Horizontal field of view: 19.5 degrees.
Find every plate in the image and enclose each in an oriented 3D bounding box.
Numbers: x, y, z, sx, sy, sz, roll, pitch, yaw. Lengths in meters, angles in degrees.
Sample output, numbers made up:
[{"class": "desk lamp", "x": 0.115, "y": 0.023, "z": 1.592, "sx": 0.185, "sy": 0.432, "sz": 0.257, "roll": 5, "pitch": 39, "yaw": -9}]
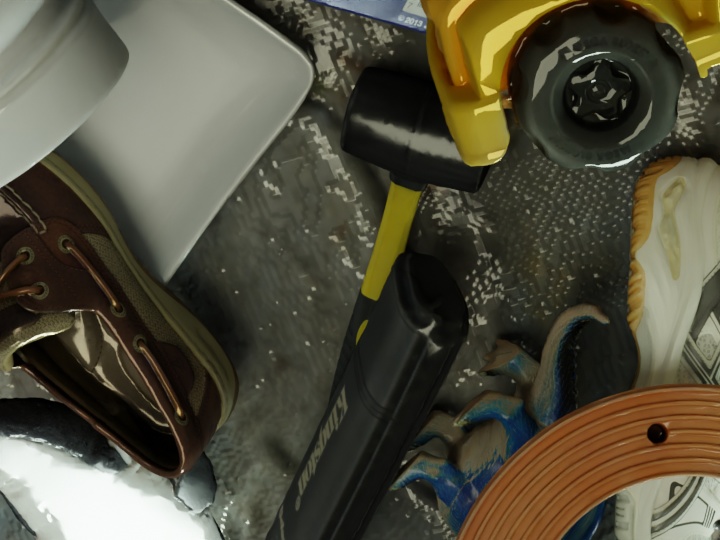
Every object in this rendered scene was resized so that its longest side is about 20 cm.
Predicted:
[{"class": "plate", "x": -0.143, "y": -0.082, "z": 0.921, "sx": 0.199, "sy": 0.032, "sz": 0.200, "roll": 37, "pitch": 120, "yaw": -4}]

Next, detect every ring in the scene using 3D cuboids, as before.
[{"class": "ring", "x": 0.128, "y": 0.145, "z": 0.813, "sx": 0.199, "sy": 0.019, "sz": 0.202, "roll": 0, "pitch": 88, "yaw": 2}]

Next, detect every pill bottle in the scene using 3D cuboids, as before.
[{"class": "pill bottle", "x": -0.190, "y": -0.130, "z": 0.819, "sx": 0.113, "sy": 0.114, "sz": 0.200, "roll": -28, "pitch": 115, "yaw": 27}]

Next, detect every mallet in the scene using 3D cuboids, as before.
[{"class": "mallet", "x": 0.000, "y": 0.000, "z": 0.921, "sx": 0.065, "sy": 0.041, "sz": 0.201, "roll": 25, "pitch": 125, "yaw": 2}]

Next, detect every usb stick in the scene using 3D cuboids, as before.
[{"class": "usb stick", "x": -0.001, "y": 0.076, "z": 0.925, "sx": 0.032, "sy": 0.056, "sz": 0.201, "roll": 4, "pitch": 133, "yaw": -24}]

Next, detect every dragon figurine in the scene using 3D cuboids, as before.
[{"class": "dragon figurine", "x": 0.081, "y": 0.087, "z": 0.925, "sx": 0.099, "sy": 0.059, "sz": 0.200, "roll": 36, "pitch": 125, "yaw": -6}]

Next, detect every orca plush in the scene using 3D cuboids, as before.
[{"class": "orca plush", "x": -0.141, "y": 0.100, "z": 0.980, "sx": 0.199, "sy": 0.071, "sz": 0.106, "roll": 22, "pitch": 107, "yaw": -37}]

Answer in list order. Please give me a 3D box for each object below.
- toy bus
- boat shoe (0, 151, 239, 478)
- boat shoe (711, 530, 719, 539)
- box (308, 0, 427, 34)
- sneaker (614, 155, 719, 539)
[{"class": "toy bus", "x": 0.096, "y": -0.153, "z": 0.720, "sx": 0.199, "sy": 0.136, "sz": 0.193, "roll": -21, "pitch": 119, "yaw": 8}, {"class": "boat shoe", "x": -0.138, "y": 0.012, "z": 0.909, "sx": 0.072, "sy": 0.072, "sz": 0.200, "roll": -35, "pitch": 104, "yaw": 29}, {"class": "boat shoe", "x": 0.170, "y": 0.154, "z": 0.932, "sx": 0.071, "sy": 0.061, "sz": 0.202, "roll": -17, "pitch": 110, "yaw": 25}, {"class": "box", "x": 0.050, "y": -0.180, "z": 0.782, "sx": 0.120, "sy": 0.033, "sz": 0.201, "roll": 13, "pitch": 126, "yaw": -26}, {"class": "sneaker", "x": 0.149, "y": 0.056, "z": 0.857, "sx": 0.087, "sy": 0.076, "sz": 0.202, "roll": 4, "pitch": 98, "yaw": 6}]
